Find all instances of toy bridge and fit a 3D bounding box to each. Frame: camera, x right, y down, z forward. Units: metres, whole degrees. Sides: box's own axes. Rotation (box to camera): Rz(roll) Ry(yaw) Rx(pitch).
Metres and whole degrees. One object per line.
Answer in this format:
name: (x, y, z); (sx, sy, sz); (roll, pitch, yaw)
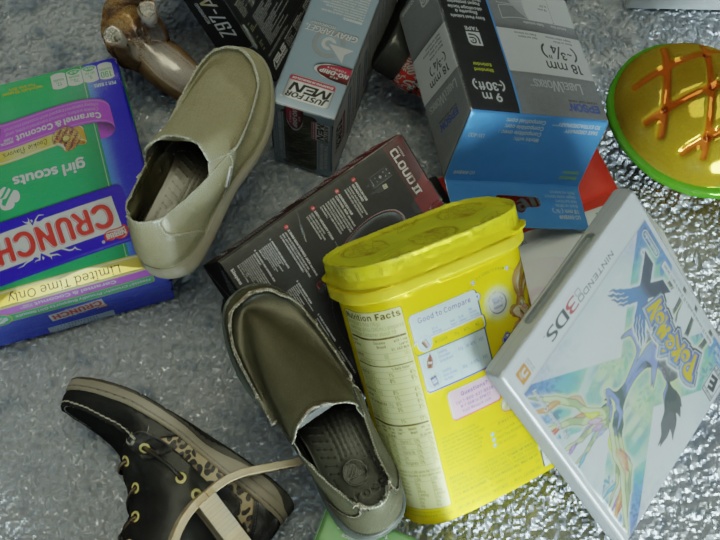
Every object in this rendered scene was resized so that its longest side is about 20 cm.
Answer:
toy bridge: (-0.094, 0.186, 0.774); (0.199, 0.027, 0.068); (-38, 90, -23)

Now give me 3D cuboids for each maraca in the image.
maraca: (0.305, -0.118, 0.939); (0.199, 0.107, 0.138); (36, 77, 13)

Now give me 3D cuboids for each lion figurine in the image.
lion figurine: (-0.159, -0.175, 0.964); (0.072, 0.122, 0.200); (-42, 90, -3)

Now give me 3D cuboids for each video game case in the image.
video game case: (0.197, 0.074, 0.828); (0.183, 0.022, 0.201); (-50, 121, -20)

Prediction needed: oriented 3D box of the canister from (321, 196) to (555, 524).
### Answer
canister: (0.066, 0.066, 0.805); (0.147, 0.086, 0.203); (-21, 106, -21)

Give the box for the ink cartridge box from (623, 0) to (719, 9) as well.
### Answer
ink cartridge box: (0.321, -0.367, 1.027); (0.143, 0.145, 0.203); (1, 66, -1)

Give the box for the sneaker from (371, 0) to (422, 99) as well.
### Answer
sneaker: (0.086, -0.226, 1.007); (0.107, 0.067, 0.203); (32, 51, -12)

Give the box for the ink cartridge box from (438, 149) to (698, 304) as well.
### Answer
ink cartridge box: (0.169, -0.024, 0.927); (0.160, 0.057, 0.203); (-18, 73, -9)

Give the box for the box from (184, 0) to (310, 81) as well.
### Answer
box: (-0.088, -0.292, 0.962); (0.043, 0.161, 0.202); (0, 52, 35)

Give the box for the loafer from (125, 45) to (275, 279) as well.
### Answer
loafer: (-0.123, -0.094, 0.845); (0.074, 0.068, 0.203); (11, 70, 18)

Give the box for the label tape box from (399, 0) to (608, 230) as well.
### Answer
label tape box: (0.125, -0.138, 0.897); (0.142, 0.063, 0.203); (0, 64, -30)

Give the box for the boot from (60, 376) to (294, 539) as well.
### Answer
boot: (-0.166, 0.184, 0.812); (0.198, 0.073, 0.152); (31, 68, 2)

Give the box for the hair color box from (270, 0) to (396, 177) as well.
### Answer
hair color box: (-0.020, -0.197, 0.966); (0.060, 0.099, 0.203); (16, 67, 5)

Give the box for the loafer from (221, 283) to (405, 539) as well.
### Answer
loafer: (-0.029, 0.090, 0.758); (0.075, 0.070, 0.201); (-33, 78, -15)

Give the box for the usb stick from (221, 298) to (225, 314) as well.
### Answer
usb stick: (-0.028, -0.006, 0.920); (0.199, 0.033, 0.056); (-35, 66, -15)

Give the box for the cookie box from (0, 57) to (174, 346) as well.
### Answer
cookie box: (-0.258, -0.057, 0.911); (0.168, 0.075, 0.203); (-15, 69, -10)

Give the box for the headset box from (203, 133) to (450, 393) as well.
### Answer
headset box: (0.000, 0.000, 0.866); (0.199, 0.075, 0.150); (-36, 99, -16)

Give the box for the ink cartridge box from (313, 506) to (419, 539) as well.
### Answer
ink cartridge box: (0.007, 0.291, 0.763); (0.143, 0.084, 0.202); (19, 67, 7)
